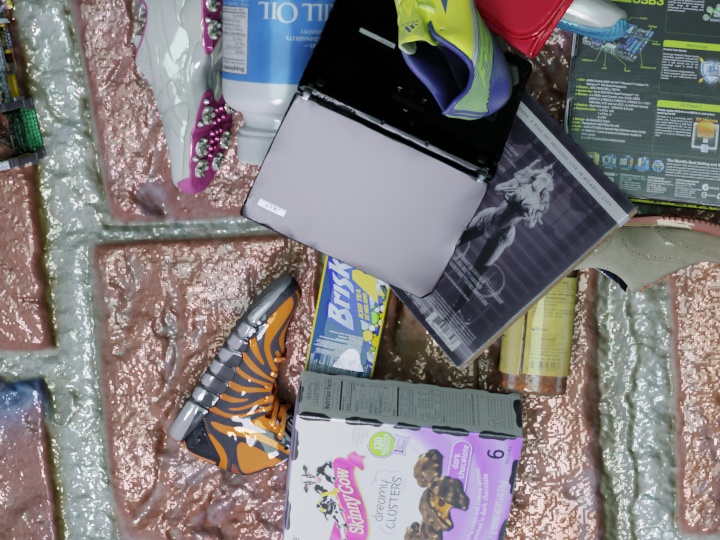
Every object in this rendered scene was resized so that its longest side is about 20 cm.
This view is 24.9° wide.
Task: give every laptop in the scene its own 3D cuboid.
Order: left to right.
[{"bbox_3d":[0.023,-0.112,1.368,0.177,0.103,0.200,25,60,-6],"label":"laptop"}]

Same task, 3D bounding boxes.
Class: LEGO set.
[{"bbox_3d":[-0.374,-0.155,1.469,0.153,0.116,0.201,-2,99,8],"label":"LEGO set"}]

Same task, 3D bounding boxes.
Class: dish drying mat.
[{"bbox_3d":[0.094,-0.257,1.354,0.200,0.018,0.077,42,104,33],"label":"dish drying mat"}]

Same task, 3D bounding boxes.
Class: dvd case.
[{"bbox_3d":[0.113,-0.036,1.381,0.200,0.016,0.149,-43,67,6],"label":"dvd case"}]

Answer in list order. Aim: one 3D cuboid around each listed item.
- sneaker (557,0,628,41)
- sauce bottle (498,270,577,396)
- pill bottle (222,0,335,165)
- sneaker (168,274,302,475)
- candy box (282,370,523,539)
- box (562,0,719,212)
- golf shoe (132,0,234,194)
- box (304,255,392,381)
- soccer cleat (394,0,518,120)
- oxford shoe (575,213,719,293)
[{"bbox_3d":[0.147,-0.261,1.372,0.200,0.076,0.081,37,101,24],"label":"sneaker"},{"bbox_3d":[0.163,0.009,1.447,0.066,0.066,0.201,7,93,7],"label":"sauce bottle"},{"bbox_3d":[-0.065,-0.195,1.422,0.112,0.112,0.201,2,101,8],"label":"pill bottle"},{"bbox_3d":[-0.084,0.104,1.504,0.112,0.078,0.200,33,114,-3],"label":"sneaker"},{"bbox_3d":[0.034,0.186,1.456,0.199,0.072,0.168,6,121,-2],"label":"candy box"},{"bbox_3d":[0.275,-0.152,1.395,0.199,0.048,0.194,5,85,7],"label":"box"},{"bbox_3d":[-0.161,-0.171,1.468,0.091,0.075,0.201,9,99,22],"label":"golf shoe"},{"bbox_3d":[0.000,0.000,1.468,0.064,0.070,0.201,13,101,3],"label":"box"},{"bbox_3d":[0.054,-0.212,1.317,0.065,0.084,0.201,-43,70,49],"label":"soccer cleat"},{"bbox_3d":[0.252,-0.015,1.415,0.199,0.071,0.074,8,89,-8],"label":"oxford shoe"}]
